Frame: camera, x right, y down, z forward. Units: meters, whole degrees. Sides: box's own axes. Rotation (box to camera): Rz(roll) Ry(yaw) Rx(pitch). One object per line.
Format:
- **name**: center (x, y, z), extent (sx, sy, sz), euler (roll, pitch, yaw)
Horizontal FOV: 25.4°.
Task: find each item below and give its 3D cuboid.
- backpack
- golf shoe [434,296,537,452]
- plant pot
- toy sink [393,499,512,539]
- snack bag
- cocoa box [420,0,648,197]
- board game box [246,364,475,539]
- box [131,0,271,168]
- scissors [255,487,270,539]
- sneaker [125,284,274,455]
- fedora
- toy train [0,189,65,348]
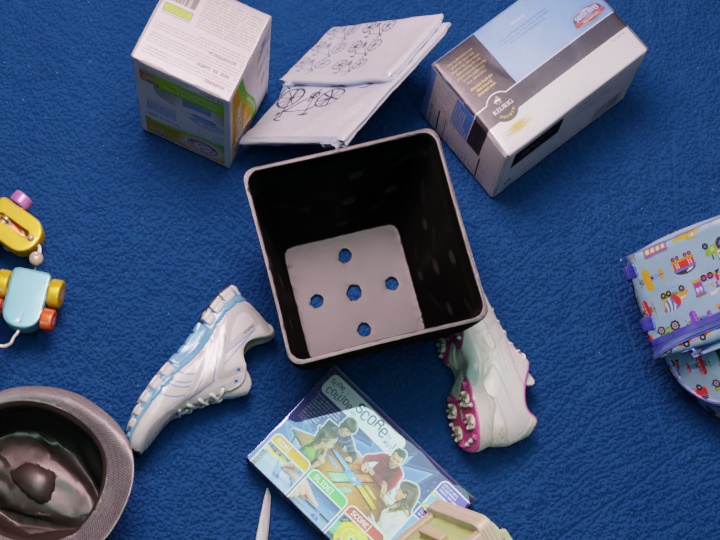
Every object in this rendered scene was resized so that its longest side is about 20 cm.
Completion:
- **backpack**: center (0.378, 0.053, 1.626), extent (0.181, 0.134, 0.202), euler (-20, 79, 31)
- **golf shoe**: center (0.131, 0.089, 1.662), extent (0.091, 0.075, 0.202), euler (-1, 75, -20)
- **plant pot**: center (0.000, 0.000, 1.616), extent (0.198, 0.178, 0.202), euler (-13, 74, -7)
- **toy sink**: center (0.090, 0.298, 1.535), extent (0.199, 0.130, 0.113), euler (-35, 103, -16)
- **snack bag**: center (-0.024, -0.197, 1.672), extent (0.200, 0.188, 0.021), euler (-50, 123, -26)
- **cocoa box**: center (0.182, -0.203, 1.711), extent (0.199, 0.134, 0.132), euler (-37, 78, -13)
- **board game box**: center (0.000, 0.214, 1.625), extent (0.200, 0.034, 0.135), euler (44, 76, 8)
- **box**: center (-0.162, -0.202, 1.654), extent (0.112, 0.200, 0.102), euler (24, 74, 2)
- **scissors**: center (-0.111, 0.321, 1.597), extent (0.072, 0.014, 0.202), euler (-8, 75, -4)
- **sneaker**: center (-0.160, 0.114, 1.629), extent (0.086, 0.075, 0.201), euler (37, 75, 1)
- **fedora**: center (-0.315, 0.209, 1.578), extent (0.198, 0.090, 0.178), euler (17, 71, 8)
- **toy train**: center (-0.390, 0.000, 1.657), extent (0.149, 0.056, 0.201), euler (-26, 74, -10)
